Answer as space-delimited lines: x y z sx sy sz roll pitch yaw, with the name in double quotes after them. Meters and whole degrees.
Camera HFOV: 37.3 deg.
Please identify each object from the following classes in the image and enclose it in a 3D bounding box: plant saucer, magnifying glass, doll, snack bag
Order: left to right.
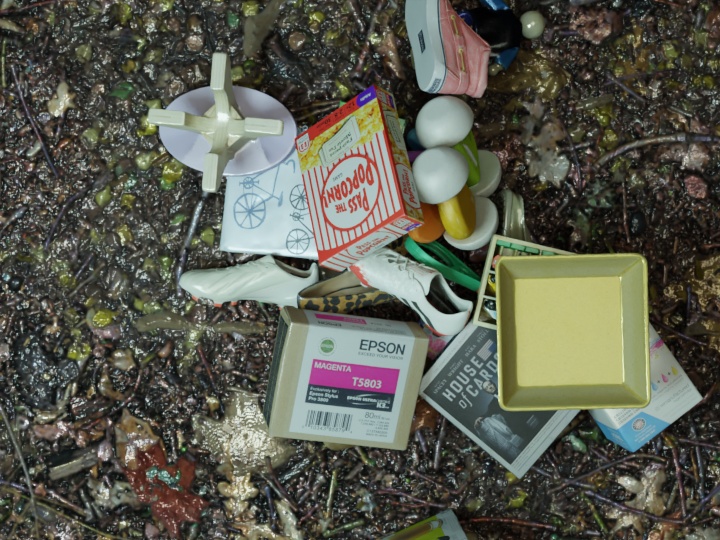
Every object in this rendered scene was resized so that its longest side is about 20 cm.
-0.098 -0.113 1.530 0.198 0.021 0.190 6 90 7 "snack bag"
0.147 0.010 1.489 0.199 0.080 0.022 32 110 -5 "magnifying glass"
0.169 -0.346 1.535 0.198 0.048 0.138 -8 89 -2 "doll"
0.276 0.080 1.403 0.198 0.048 0.202 -1 88 1 "plant saucer"

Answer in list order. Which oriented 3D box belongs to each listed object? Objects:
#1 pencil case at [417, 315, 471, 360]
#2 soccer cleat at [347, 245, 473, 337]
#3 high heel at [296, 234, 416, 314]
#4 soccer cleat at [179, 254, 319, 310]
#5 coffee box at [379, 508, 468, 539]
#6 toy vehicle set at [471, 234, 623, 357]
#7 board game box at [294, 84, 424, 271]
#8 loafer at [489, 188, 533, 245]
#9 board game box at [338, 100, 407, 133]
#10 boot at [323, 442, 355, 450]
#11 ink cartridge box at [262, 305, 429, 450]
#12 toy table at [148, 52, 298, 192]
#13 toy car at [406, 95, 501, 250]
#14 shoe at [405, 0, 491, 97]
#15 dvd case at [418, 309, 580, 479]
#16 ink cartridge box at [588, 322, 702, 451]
0.168 0.118 1.529 0.199 0.083 0.091 37 118 -4 "pencil case"
0.065 0.012 1.439 0.200 0.085 0.069 39 58 1 "soccer cleat"
0.000 0.000 1.492 0.071 0.142 0.201 38 95 41 "high heel"
-0.156 0.011 1.517 0.198 0.069 0.078 7 111 -10 "soccer cleat"
0.087 0.483 1.477 0.196 0.200 0.201 -22 93 -2 "coffee box"
0.260 0.034 1.442 0.198 0.027 0.125 13 88 1 "toy vehicle set"
-0.004 -0.122 1.420 0.151 0.046 0.202 -30 60 32 "board game box"
0.228 -0.020 1.538 0.068 0.076 0.202 -8 104 -11 "loafer"
-0.007 -0.135 1.546 0.104 0.023 0.202 16 91 0 "board game box"
-0.051 0.164 1.532 0.075 0.074 0.201 -21 95 8 "boot"
-0.021 0.147 1.448 0.198 0.075 0.166 7 103 -14 "ink cartridge box"
-0.192 -0.197 1.474 0.198 0.117 0.186 -6 89 6 "toy table"
0.104 -0.127 1.479 0.149 0.175 0.201 -10 54 26 "toy car"
0.121 -0.328 1.478 0.090 0.071 0.202 6 62 -23 "shoe"
0.194 0.170 1.482 0.200 0.025 0.151 39 98 -4 "dvd case"
0.361 0.132 1.518 0.128 0.125 0.201 -36 93 -2 "ink cartridge box"
